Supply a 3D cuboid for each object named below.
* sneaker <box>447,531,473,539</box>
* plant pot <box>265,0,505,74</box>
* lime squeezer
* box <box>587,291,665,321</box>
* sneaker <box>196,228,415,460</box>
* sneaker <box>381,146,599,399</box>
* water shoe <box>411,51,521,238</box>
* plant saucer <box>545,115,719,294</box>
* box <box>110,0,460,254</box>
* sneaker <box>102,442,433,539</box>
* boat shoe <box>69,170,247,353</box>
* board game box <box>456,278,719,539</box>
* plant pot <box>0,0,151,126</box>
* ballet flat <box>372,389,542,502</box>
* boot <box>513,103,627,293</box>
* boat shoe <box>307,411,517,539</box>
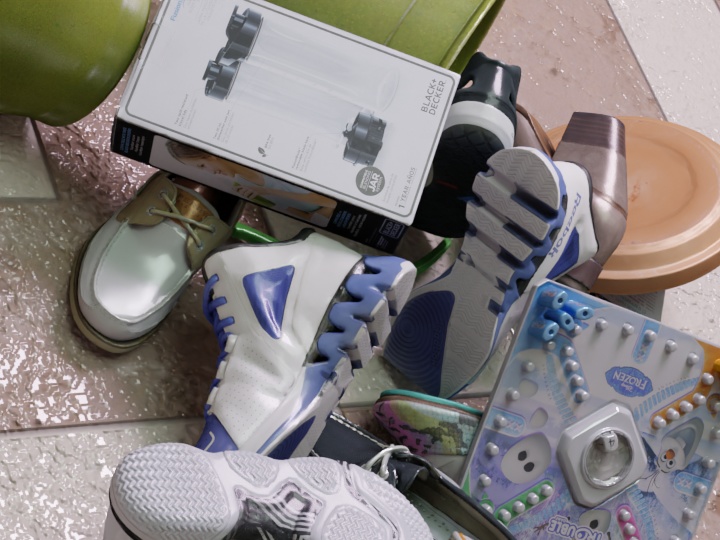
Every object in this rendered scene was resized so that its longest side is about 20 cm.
[{"bbox_3d":[0.018,0.240,1.135,0.079,0.078,0.200,44,66,10],"label":"sneaker"},{"bbox_3d":[-0.021,-0.175,1.394,0.190,0.200,0.200,32,42,2],"label":"plant pot"},{"bbox_3d":[0.000,0.000,1.378,0.200,0.038,0.071,3,26,-37],"label":"lime squeezer"},{"bbox_3d":[0.180,0.053,1.465,0.082,0.049,0.200,33,43,-14],"label":"box"},{"bbox_3d":[-0.065,0.051,1.209,0.115,0.081,0.199,31,71,16],"label":"sneaker"},{"bbox_3d":[0.108,0.001,1.332,0.081,0.199,0.115,44,29,26],"label":"sneaker"},{"bbox_3d":[0.076,-0.086,1.373,0.071,0.200,0.079,22,68,-6],"label":"water shoe"},{"bbox_3d":[0.203,-0.059,1.498,0.200,0.032,0.200,-4,41,3],"label":"plant saucer"},{"bbox_3d":[-0.049,-0.103,1.241,0.200,0.060,0.117,19,69,-4],"label":"box"},{"bbox_3d":[-0.063,0.165,1.114,0.200,0.115,0.075,13,43,-23],"label":"sneaker"},{"bbox_3d":[-0.126,-0.029,1.260,0.075,0.068,0.200,37,42,-10],"label":"boat shoe"},{"bbox_3d":[0.170,0.129,1.315,0.200,0.026,0.200,20,91,-28],"label":"board game box"},{"bbox_3d":[-0.243,-0.185,1.212,0.193,0.200,0.201,26,44,-36],"label":"plant pot"},{"bbox_3d":[0.095,0.133,1.328,0.200,0.069,0.071,15,76,-31],"label":"ballet flat"},{"bbox_3d":[0.113,-0.049,1.442,0.070,0.200,0.146,34,69,-41],"label":"boot"},{"bbox_3d":[0.029,0.146,1.234,0.200,0.060,0.076,38,43,11],"label":"boat shoe"}]
